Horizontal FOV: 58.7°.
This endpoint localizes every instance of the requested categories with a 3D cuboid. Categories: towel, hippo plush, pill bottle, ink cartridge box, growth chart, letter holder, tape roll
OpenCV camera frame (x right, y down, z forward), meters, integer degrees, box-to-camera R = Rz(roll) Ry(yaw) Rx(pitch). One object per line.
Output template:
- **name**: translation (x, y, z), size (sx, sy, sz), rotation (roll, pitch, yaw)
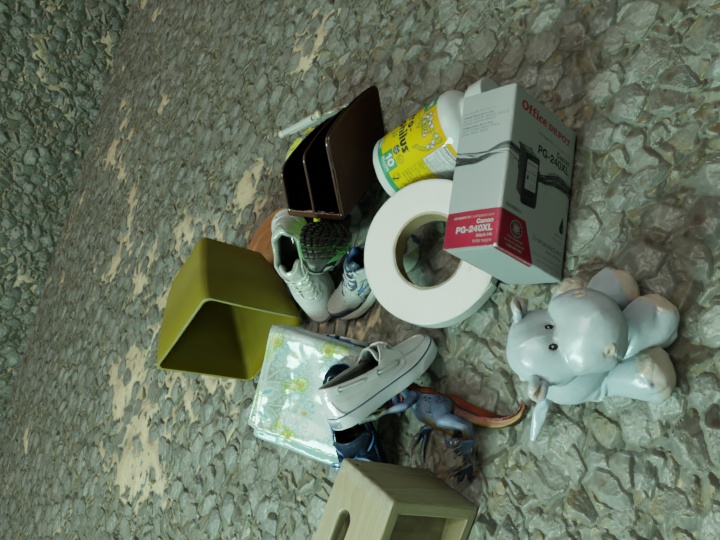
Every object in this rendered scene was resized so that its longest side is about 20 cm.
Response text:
- **towel**: translation (-0.063, 0.186, 0.952), size (0.195, 0.048, 0.176), rotation (15, 95, 14)
- **hippo plush**: translation (0.213, 0.063, 0.664), size (0.198, 0.159, 0.163), rotation (-27, 54, 34)
- **pill bottle**: translation (0.120, -0.188, 0.931), size (0.198, 0.111, 0.115), rotation (-28, 54, 39)
- **ink cartridge box**: translation (0.187, -0.102, 0.788), size (0.082, 0.143, 0.205), rotation (-4, 70, 48)
- **growth chart**: translation (-0.056, -0.284, 1.156), size (0.143, 0.199, 0.018), rotation (-16, 105, 41)
- **letter holder**: translation (-0.041, -0.196, 1.013), size (0.098, 0.145, 0.201), rotation (7, 38, 23)
- **tape roll**: translation (0.100, -0.024, 0.887), size (0.198, 0.037, 0.209), rotation (-6, 76, 24)

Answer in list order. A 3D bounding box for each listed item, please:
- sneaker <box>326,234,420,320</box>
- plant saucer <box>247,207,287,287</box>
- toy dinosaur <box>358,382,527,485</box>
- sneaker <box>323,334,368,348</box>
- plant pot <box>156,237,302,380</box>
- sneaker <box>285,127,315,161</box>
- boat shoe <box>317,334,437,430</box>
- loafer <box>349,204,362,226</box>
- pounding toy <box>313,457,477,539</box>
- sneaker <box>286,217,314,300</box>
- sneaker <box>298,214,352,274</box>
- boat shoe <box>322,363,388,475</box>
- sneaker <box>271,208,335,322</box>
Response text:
- **sneaker**: translation (0.000, 0.000, 1.012), size (0.200, 0.084, 0.078), rotation (-46, 44, 27)
- **plant saucer**: translation (-0.176, -0.029, 1.274), size (0.198, 0.032, 0.205), rotation (-24, 57, 41)
- **toy dinosaur**: translation (0.100, 0.190, 0.850), size (0.196, 0.106, 0.183), rotation (-26, 36, -2)
- **sneaker**: translation (-0.076, 0.164, 1.034), size (0.197, 0.080, 0.118), rotation (-4, 69, 47)
- **plant pot**: translation (-0.250, 0.061, 1.173), size (0.200, 0.197, 0.179), rotation (-47, 46, 31)
- **sneaker**: translation (-0.083, -0.247, 1.227), size (0.197, 0.074, 0.078), rotation (-21, 59, 41)
- **boat shoe**: translation (0.027, 0.129, 0.849), size (0.073, 0.199, 0.067), rotation (-11, 108, 50)
- **loafer**: translation (-0.046, -0.147, 1.140), size (0.069, 0.071, 0.200), rotation (-31, 46, -11)
- **pounding toy**: translation (0.005, 0.341, 0.778), size (0.141, 0.182, 0.204), rotation (22, 91, 51)
- **sneaker**: translation (-0.091, -0.043, 1.134), size (0.077, 0.074, 0.205), rotation (-112, 30, -67)
- **sneaker**: translation (-0.050, -0.031, 0.985), size (0.200, 0.076, 0.087), rotation (-67, -14, -71)
- **boat shoe**: translation (-0.016, 0.234, 0.881), size (0.083, 0.069, 0.204), rotation (-25, 85, 9)
- **sneaker**: translation (-0.103, 0.007, 1.054), size (0.076, 0.203, 0.100), rotation (-20, 18, 15)
